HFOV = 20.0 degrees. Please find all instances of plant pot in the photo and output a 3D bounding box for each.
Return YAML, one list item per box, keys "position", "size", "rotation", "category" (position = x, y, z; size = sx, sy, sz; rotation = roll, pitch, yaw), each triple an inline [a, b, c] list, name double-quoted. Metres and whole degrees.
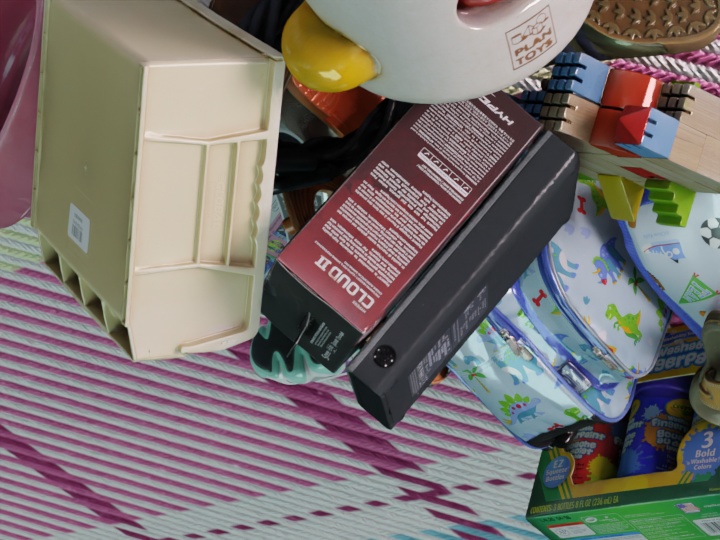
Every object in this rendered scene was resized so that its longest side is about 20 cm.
- position: [-0.204, -0.113, 1.514]
  size: [0.179, 0.201, 0.200]
  rotation: [19, 152, -28]
  category: "plant pot"

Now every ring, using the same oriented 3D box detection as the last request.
- position: [0.000, 0.000, 1.490]
  size: [0.019, 0.201, 0.200]
  rotation: [-33, 126, 18]
  category: "ring"

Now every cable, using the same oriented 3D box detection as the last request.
- position: [-0.022, -0.137, 1.404]
  size: [0.051, 0.200, 0.164]
  rotation: [30, 124, 41]
  category: "cable"

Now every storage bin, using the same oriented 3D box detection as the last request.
- position: [-0.138, -0.068, 1.331]
  size: [0.093, 0.199, 0.200]
  rotation: [-4, -158, -27]
  category: "storage bin"

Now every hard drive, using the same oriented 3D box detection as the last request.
- position: [0.070, 0.010, 1.334]
  size: [0.033, 0.200, 0.140]
  rotation: [39, 172, 12]
  category: "hard drive"

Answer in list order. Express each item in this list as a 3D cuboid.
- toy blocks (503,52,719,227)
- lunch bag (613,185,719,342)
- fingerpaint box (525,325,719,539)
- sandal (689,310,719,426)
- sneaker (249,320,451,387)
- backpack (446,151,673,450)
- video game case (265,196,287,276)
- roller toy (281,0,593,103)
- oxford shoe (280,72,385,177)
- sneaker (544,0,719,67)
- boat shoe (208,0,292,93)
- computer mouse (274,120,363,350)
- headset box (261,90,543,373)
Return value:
- position: [0.163, -0.098, 1.335]
  size: [0.136, 0.100, 0.200]
  rotation: [20, 174, -34]
  category: "toy blocks"
- position: [0.296, -0.021, 1.425]
  size: [0.170, 0.124, 0.200]
  rotation: [-11, 144, 43]
  category: "lunch bag"
- position: [0.244, 0.132, 1.638]
  size: [0.200, 0.167, 0.073]
  rotation: [-13, 138, 42]
  category: "fingerpaint box"
- position: [0.269, 0.085, 1.454]
  size: [0.080, 0.054, 0.200]
  rotation: [21, 160, 8]
  category: "sandal"
- position: [0.017, 0.070, 1.733]
  size: [0.199, 0.078, 0.140]
  rotation: [-15, 149, 25]
  category: "sneaker"
- position: [0.131, 0.002, 1.498]
  size: [0.200, 0.183, 0.147]
  rotation: [41, 136, -17]
  category: "backpack"
- position: [-0.075, -0.023, 1.717]
  size: [0.182, 0.022, 0.200]
  rotation: [27, 146, -10]
  category: "video game case"
- position: [0.048, -0.197, 1.231]
  size: [0.182, 0.200, 0.140]
  rotation: [1, 144, 17]
  category: "roller toy"
- position: [-0.009, -0.110, 1.523]
  size: [0.073, 0.071, 0.200]
  rotation: [9, 144, 50]
  category: "oxford shoe"
- position: [0.138, -0.170, 1.351]
  size: [0.199, 0.067, 0.090]
  rotation: [7, 164, 7]
  category: "sneaker"
- position: [-0.081, -0.146, 1.413]
  size: [0.072, 0.068, 0.201]
  rotation: [19, 116, 15]
  category: "boat shoe"
- position: [-0.024, -0.031, 1.606]
  size: [0.110, 0.044, 0.201]
  rotation: [17, 127, 46]
  category: "computer mouse"
- position: [0.015, -0.026, 1.317]
  size: [0.077, 0.200, 0.149]
  rotation: [40, 165, 2]
  category: "headset box"
